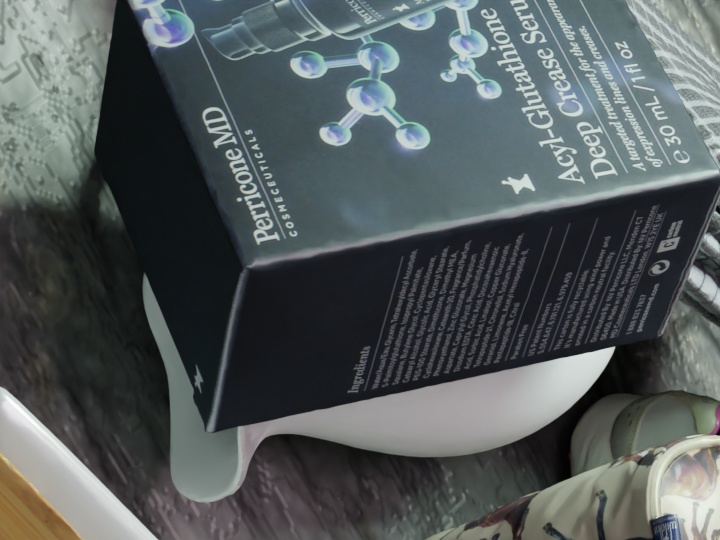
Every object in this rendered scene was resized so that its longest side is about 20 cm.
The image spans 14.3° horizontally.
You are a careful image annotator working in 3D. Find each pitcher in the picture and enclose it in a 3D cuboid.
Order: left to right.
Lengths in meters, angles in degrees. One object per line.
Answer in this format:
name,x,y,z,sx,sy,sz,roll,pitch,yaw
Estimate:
pitcher,0.000,0.000,1.219,0.200,0.121,0.172,-9,74,-32

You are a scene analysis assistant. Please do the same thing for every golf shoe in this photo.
golf shoe,0.160,0.151,1.332,0.075,0.091,0.201,-18,92,-45

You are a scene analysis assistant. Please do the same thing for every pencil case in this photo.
pencil case,0.078,0.136,1.192,0.078,0.200,0.090,36,47,-30

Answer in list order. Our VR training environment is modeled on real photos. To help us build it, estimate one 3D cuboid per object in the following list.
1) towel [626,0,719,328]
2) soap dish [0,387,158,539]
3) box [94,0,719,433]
towel,0.155,-0.043,1.305,0.200,0.086,0.166,33,14,-46
soap dish,-0.122,0.128,1.042,0.081,0.157,0.200,-49,112,-22
box,0.015,-0.042,1.125,0.199,0.107,0.149,-12,55,-20
